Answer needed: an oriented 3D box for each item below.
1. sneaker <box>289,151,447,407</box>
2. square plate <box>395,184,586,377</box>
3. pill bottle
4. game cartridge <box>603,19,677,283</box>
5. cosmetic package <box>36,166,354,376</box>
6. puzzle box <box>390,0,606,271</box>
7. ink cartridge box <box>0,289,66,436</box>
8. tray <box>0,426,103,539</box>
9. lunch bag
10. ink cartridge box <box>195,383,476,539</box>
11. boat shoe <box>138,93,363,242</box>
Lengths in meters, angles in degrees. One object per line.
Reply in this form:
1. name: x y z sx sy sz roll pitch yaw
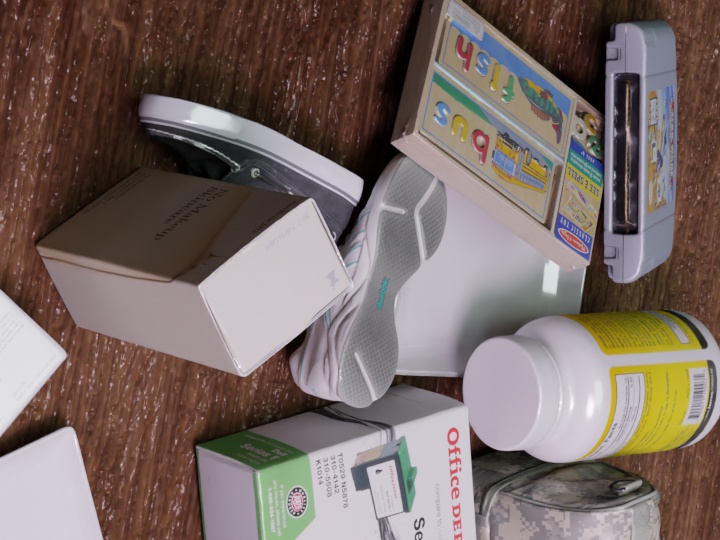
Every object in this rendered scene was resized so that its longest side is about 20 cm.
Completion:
1. sneaker: 0.000 0.000 1.580 0.070 0.080 0.201 35 68 -38
2. square plate: 0.099 -0.016 1.690 0.197 0.028 0.201 6 93 -39
3. pill bottle: 0.178 0.089 1.683 0.199 0.112 0.113 -1 98 -40
4. game cartridge: 0.223 -0.098 1.732 0.133 0.041 0.201 -19 110 -65
5. cosmetic package: -0.110 -0.003 1.411 0.103 0.199 0.073 -39 119 -28
6. puzzle box: 0.110 -0.103 1.636 0.200 0.025 0.134 33 56 -33
7. ink cartridge box: -0.309 0.047 1.373 0.200 0.050 0.162 45 69 -15
8. tray: -0.219 0.213 1.473 0.107 0.022 0.201 -24 112 -35
9. lunch bag: 0.162 0.246 1.693 0.139 0.167 0.201 -12 105 -37
10. ink cartridge box: -0.013 0.179 1.594 0.199 0.084 0.147 -15 107 -36
11. boat shoe: -0.080 -0.064 1.517 0.200 0.070 0.067 24 80 -46
